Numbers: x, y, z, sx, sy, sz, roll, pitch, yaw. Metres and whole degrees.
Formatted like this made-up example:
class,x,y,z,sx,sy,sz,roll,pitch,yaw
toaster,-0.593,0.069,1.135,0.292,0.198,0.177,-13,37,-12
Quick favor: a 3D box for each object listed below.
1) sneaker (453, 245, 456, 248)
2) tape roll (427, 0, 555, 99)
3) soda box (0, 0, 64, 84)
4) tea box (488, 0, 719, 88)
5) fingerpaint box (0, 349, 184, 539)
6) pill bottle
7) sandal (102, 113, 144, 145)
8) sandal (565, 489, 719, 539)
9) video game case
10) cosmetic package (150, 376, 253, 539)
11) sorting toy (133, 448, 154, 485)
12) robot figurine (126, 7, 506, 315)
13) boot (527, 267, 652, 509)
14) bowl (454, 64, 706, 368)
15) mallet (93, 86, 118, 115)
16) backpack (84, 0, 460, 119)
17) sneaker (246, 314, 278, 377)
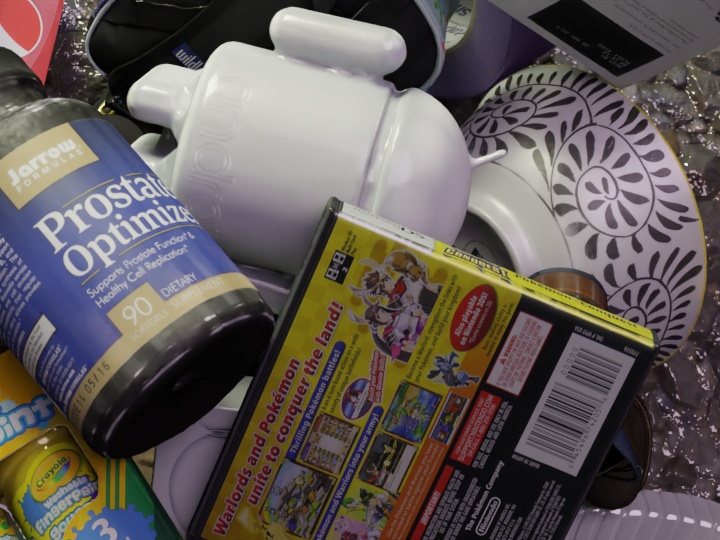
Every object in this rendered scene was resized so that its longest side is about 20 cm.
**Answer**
class,x,y,z,sx,sy,sz,roll,pitch,yaw
sneaker,0.000,0.000,1.023,0.200,0.082,0.070,36,72,6
tape roll,0.054,-0.216,1.104,0.085,0.200,0.200,-34,86,-28
soda box,-0.221,-0.104,1.028,0.063,0.070,0.200,16,67,-14
tea box,0.134,-0.243,0.956,0.200,0.134,0.197,29,63,-25
fingerpaint box,-0.197,0.155,0.882,0.200,0.073,0.167,-33,65,-7
pill bottle,-0.145,-0.013,0.866,0.112,0.112,0.200,-34,73,-28
sandal,-0.203,-0.047,0.951,0.200,0.045,0.075,-20,82,-26
sandal,0.176,0.179,1.099,0.203,0.050,0.082,14,51,-2
video game case,0.029,0.086,0.897,0.181,0.026,0.200,23,108,-4
cosmetic package,-0.017,0.142,0.960,0.200,0.052,0.151,6,110,-2
sorting toy,-0.093,0.044,1.050,0.200,0.036,0.185,-14,77,-30
robot figurine,-0.028,-0.053,0.933,0.200,0.170,0.113,14,22,3
boot,0.125,0.100,0.996,0.075,0.200,0.097,-10,44,16
bowl,0.099,-0.014,1.043,0.094,0.201,0.201,-24,81,-34
mallet,-0.117,-0.168,1.115,0.066,0.041,0.200,46,66,-2
backpack,-0.039,-0.159,1.021,0.178,0.200,0.151,38,51,-21
sneaker,-0.027,0.062,1.015,0.200,0.074,0.089,46,54,-15
